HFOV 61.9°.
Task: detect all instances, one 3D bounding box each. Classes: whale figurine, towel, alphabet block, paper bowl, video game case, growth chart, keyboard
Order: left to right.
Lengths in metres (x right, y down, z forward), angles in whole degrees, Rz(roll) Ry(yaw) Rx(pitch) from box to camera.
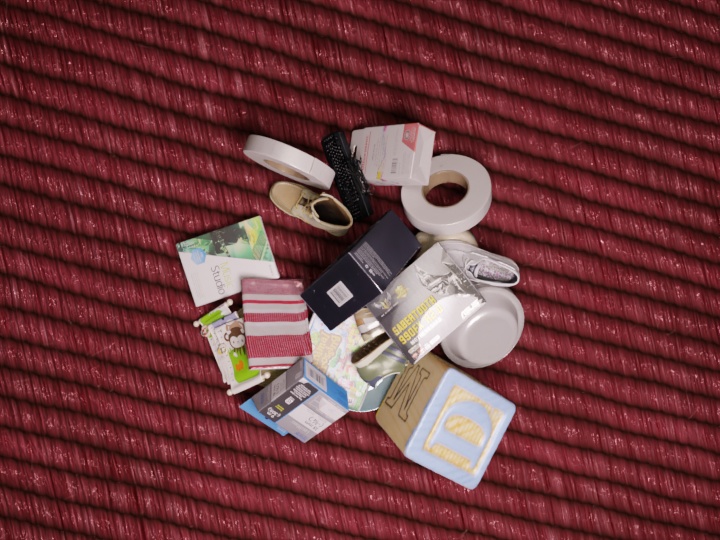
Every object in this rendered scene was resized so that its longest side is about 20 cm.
[{"bbox_3d":[-0.275,0.165,1.293,0.144,0.018,0.203,-35,75,26],"label":"growth chart"},{"bbox_3d":[-0.178,0.109,1.280,0.141,0.023,0.204,0,63,-22],"label":"towel"},{"bbox_3d":[-0.045,0.182,1.325,0.179,0.022,0.204,24,89,-5],"label":"video game case"},{"bbox_3d":[-0.032,-0.209,1.325,0.039,0.103,0.204,-23,93,-45],"label":"keyboard"},{"bbox_3d":[0.173,-0.023,1.356,0.198,0.104,0.160,-35,101,19],"label":"whale figurine"},{"bbox_3d":[0.174,0.304,1.277,0.193,0.200,0.199,32,88,-19],"label":"alphabet block"},{"bbox_3d":[0.263,0.122,1.314,0.196,0.105,0.205,-5,117,-9],"label":"paper bowl"}]

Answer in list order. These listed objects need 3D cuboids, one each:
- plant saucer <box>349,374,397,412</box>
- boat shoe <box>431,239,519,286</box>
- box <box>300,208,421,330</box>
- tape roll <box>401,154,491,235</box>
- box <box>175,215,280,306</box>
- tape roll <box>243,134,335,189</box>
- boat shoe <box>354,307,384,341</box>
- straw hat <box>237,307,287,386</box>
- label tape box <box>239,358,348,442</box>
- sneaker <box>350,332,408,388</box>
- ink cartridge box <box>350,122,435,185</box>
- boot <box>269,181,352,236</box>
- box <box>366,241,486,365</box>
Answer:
[{"bbox_3d":[0.003,0.214,1.360,0.196,0.039,0.206,0,91,-5],"label":"plant saucer"},{"bbox_3d":[0.240,-0.009,1.261,0.196,0.069,0.073,20,106,-2],"label":"boat shoe"},{"bbox_3d":[0.000,0.000,1.246,0.104,0.199,0.182,48,45,-4],"label":"box"},{"bbox_3d":[0.187,-0.169,1.314,0.198,0.037,0.206,-8,54,10],"label":"tape roll"},{"bbox_3d":[-0.293,-0.021,1.335,0.196,0.036,0.147,-19,92,-6],"label":"box"},{"bbox_3d":[-0.149,-0.226,1.263,0.199,0.203,0.038,22,88,-5],"label":"tape roll"},{"bbox_3d":[0.079,0.077,1.300,0.197,0.075,0.070,-27,89,-15],"label":"boat shoe"},{"bbox_3d":[-0.206,0.166,1.318,0.196,0.085,0.207,0,91,-5],"label":"straw hat"},{"bbox_3d":[-0.143,0.295,1.274,0.199,0.064,0.144,-38,121,19],"label":"label tape box"},{"bbox_3d":[0.080,0.178,1.302,0.198,0.067,0.091,-31,107,-9],"label":"sneaker"},{"bbox_3d":[0.062,-0.251,1.317,0.067,0.197,0.120,9,90,-46],"label":"ink cartridge box"},{"bbox_3d":[-0.107,-0.140,1.290,0.197,0.155,0.073,29,88,-5],"label":"boot"},{"bbox_3d":[0.133,0.066,1.227,0.199,0.048,0.159,-40,87,7],"label":"box"}]
